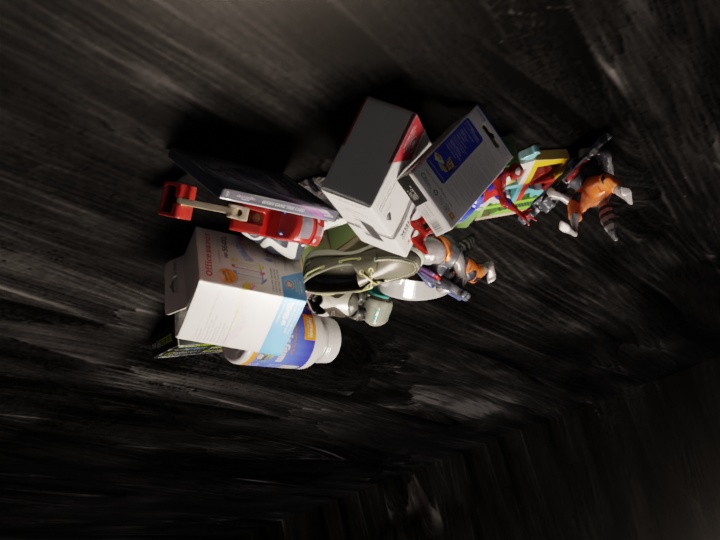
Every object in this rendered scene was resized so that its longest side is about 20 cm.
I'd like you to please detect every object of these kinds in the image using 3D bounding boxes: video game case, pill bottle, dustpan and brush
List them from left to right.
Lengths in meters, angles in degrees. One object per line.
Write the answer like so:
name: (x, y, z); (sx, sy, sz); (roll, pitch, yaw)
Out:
video game case: (-0.142, -0.115, 1.351); (0.199, 0.143, 0.019); (11, 109, -45)
pill bottle: (-0.134, 0.114, 1.753); (0.198, 0.113, 0.112); (8, 148, -38)
dustpan and brush: (0.067, 0.017, 1.704); (0.138, 0.058, 0.200); (15, -162, 20)

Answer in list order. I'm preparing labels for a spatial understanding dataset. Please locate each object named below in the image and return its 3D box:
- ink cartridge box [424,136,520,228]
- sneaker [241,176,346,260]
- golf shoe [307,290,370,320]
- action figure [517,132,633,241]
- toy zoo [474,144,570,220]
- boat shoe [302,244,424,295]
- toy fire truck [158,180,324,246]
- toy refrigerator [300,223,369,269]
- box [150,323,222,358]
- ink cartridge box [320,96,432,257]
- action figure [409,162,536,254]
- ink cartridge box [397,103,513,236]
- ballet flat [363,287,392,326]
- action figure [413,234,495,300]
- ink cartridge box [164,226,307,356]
ink cartridge box: (0.158, -0.134, 1.575); (0.103, 0.060, 0.200); (-5, 158, -23)
sneaker: (-0.084, -0.074, 1.540); (0.197, 0.080, 0.130); (-15, 159, 0)
golf shoe: (-0.053, 0.043, 1.753); (0.093, 0.079, 0.200); (5, 178, -16)
action figure: (0.352, -0.110, 1.602); (0.104, 0.194, 0.200); (40, 116, -12)
toy zoo: (0.267, -0.147, 1.665); (0.130, 0.021, 0.200); (-11, 157, -12)
boat shoe: (0.001, 0.002, 1.565); (0.199, 0.061, 0.072); (-5, 133, 20)
toy fire truck: (-0.165, -0.078, 1.399); (0.198, 0.049, 0.141); (12, 180, 30)
toy refrigerator: (-0.021, -0.056, 1.623); (0.070, 0.077, 0.199); (7, 149, -42)
box: (-0.270, 0.124, 1.862); (0.198, 0.048, 0.193); (-4, 168, -25)
ink cartridge box: (0.037, -0.125, 1.397); (0.083, 0.145, 0.200); (22, 170, 22)
action figure: (0.176, -0.084, 1.439); (0.199, 0.099, 0.066); (-38, 151, -19)
ink cartridge box: (0.134, -0.141, 1.377); (0.037, 0.095, 0.200); (-24, -163, 49)
ballet flat: (0.023, 0.052, 1.801); (0.067, 0.064, 0.200); (13, -167, -2)
action figure: (0.123, -0.032, 1.659); (0.105, 0.199, 0.193); (-63, 158, 6)
ink cartridge box: (-0.202, 0.031, 1.564); (0.198, 0.129, 0.126); (12, 128, -23)
